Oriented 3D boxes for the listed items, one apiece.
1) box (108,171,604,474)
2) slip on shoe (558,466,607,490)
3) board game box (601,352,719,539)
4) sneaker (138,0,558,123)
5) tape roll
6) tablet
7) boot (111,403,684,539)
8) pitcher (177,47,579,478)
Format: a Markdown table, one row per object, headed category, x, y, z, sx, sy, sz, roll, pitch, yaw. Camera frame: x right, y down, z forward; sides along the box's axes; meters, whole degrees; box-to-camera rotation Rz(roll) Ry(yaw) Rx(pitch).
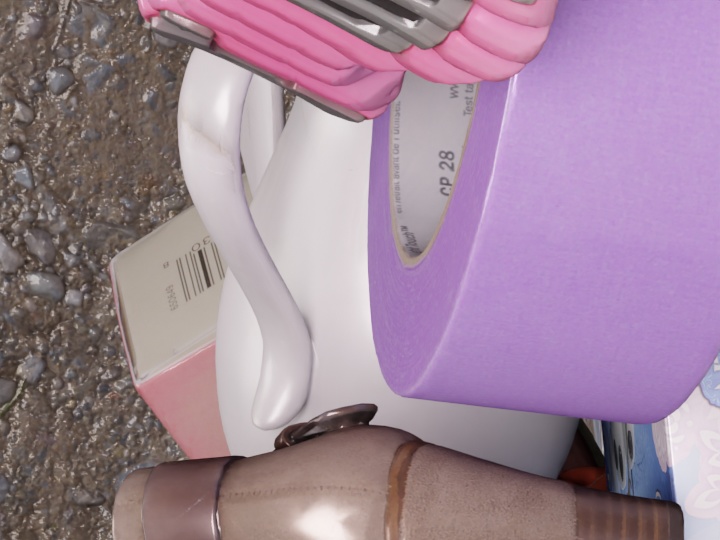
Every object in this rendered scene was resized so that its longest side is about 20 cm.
| category | x | y | z | sx | sy | sz | roll | pitch | yaw |
| --- | --- | --- | --- | --- | --- | --- | --- | --- | --- |
| box | 0.009 | 0.057 | 0.978 | 0.200 | 0.128 | 0.109 | 55 | -174 | -28 |
| slip on shoe | 0.063 | 0.117 | 0.850 | 0.200 | 0.061 | 0.074 | -39 | -60 | -61 |
| board game box | 0.102 | 0.081 | 0.734 | 0.199 | 0.043 | 0.201 | 93 | 172 | -86 |
| sneaker | 0.005 | -0.090 | 0.520 | 0.096 | 0.079 | 0.200 | -63 | 12 | -6 |
| tape roll | 0.051 | -0.065 | 0.607 | 0.200 | 0.065 | 0.201 | -174 | 90 | -82 |
| tablet | -0.043 | -0.124 | 0.910 | 0.130 | 0.014 | 0.201 | -109 | 16 | -62 |
| boot | 0.006 | 0.090 | 0.669 | 0.200 | 0.146 | 0.071 | 91 | -178 | -63 |
| pitcher | 0.000 | 0.000 | 0.770 | 0.171 | 0.121 | 0.201 | -23 | -57 | -48 |
